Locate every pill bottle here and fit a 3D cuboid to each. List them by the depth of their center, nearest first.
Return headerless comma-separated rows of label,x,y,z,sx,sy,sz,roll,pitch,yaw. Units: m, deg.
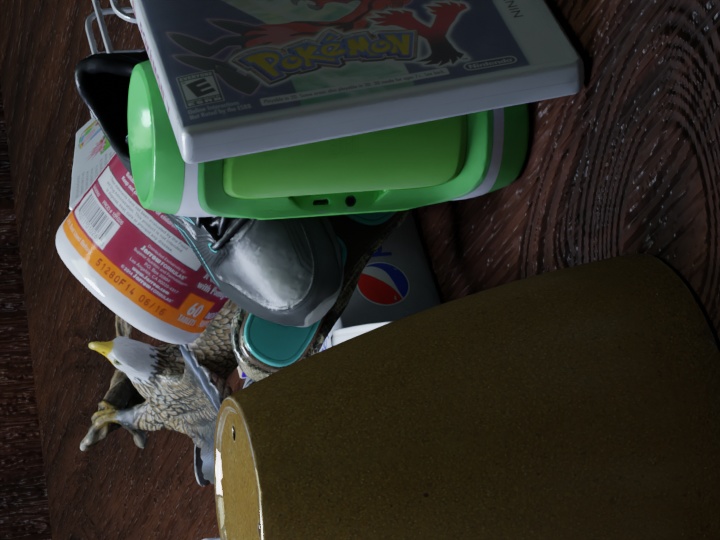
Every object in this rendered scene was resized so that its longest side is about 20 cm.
pill bottle,-0.085,-0.064,1.220,0.201,0.109,0.110,-51,29,10

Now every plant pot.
plant pot,0.041,0.095,0.904,0.186,0.198,0.189,175,90,-73

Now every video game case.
video game case,-0.010,-0.130,1.021,0.183,0.198,0.023,-113,16,-48

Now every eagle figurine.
eagle figurine,-0.110,0.067,1.361,0.199,0.150,0.153,-21,87,43

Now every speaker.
speaker,-0.017,-0.074,1.056,0.088,0.198,0.090,176,90,-74

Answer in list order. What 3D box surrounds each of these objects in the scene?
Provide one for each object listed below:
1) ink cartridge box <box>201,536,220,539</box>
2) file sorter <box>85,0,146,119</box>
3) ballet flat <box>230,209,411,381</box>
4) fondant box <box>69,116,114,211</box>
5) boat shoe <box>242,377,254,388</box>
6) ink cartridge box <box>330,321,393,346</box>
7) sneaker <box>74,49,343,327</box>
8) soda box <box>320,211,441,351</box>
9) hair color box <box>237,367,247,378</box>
ink cartridge box,-0.073,0.268,1.490,0.201,0.115,0.067,106,154,-51
file sorter,-0.149,-0.205,1.625,0.201,0.123,0.140,103,156,-45
ballet flat,-0.016,-0.024,1.178,0.201,0.067,0.075,-60,2,-9
fondant box,-0.101,-0.112,1.339,0.058,0.200,0.145,46,-169,-21
boat shoe,-0.049,0.105,1.425,0.067,0.070,0.200,-59,12,-22
ink cartridge box,0.048,0.126,1.089,0.145,0.083,0.202,167,97,-74
sneaker,-0.089,-0.046,1.115,0.075,0.079,0.200,-47,68,12
soda box,0.000,0.000,1.256,0.064,0.068,0.201,105,155,-49
hair color box,-0.057,-0.027,1.459,0.201,0.064,0.110,102,157,-48
